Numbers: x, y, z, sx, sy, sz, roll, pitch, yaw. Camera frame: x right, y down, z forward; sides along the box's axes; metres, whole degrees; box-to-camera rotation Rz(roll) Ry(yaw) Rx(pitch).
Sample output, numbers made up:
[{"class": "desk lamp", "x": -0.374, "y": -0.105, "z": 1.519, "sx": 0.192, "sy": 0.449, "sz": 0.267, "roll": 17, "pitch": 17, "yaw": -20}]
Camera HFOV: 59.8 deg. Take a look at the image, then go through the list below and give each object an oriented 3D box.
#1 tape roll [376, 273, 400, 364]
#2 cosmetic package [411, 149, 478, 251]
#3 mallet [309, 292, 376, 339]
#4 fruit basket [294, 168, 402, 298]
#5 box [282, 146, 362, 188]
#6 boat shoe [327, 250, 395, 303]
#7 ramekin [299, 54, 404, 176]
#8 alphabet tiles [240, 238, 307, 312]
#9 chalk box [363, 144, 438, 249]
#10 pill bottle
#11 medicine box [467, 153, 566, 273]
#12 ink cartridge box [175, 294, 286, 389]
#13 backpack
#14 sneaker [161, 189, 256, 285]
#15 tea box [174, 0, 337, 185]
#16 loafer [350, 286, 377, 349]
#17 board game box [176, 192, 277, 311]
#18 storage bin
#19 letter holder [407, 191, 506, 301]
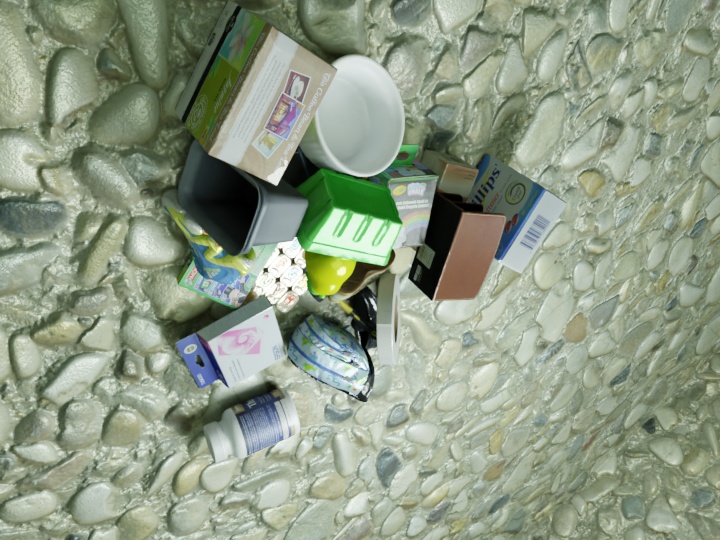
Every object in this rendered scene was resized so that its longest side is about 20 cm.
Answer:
[{"class": "tape roll", "x": 0.064, "y": 0.108, "z": 1.400, "sx": 0.036, "sy": 0.205, "sz": 0.206, "roll": 1, "pitch": 127, "yaw": 9}, {"class": "cosmetic package", "x": 0.164, "y": -0.147, "z": 1.367, "sx": 0.102, "sy": 0.087, "sz": 0.203, "roll": 2, "pitch": 118, "yaw": -35}, {"class": "mallet", "x": -0.020, "y": 0.077, "z": 1.377, "sx": 0.199, "sy": 0.041, "sz": 0.066, "roll": 36, "pitch": 98, "yaw": -20}, {"class": "fruit basket", "x": -0.044, "y": -0.060, "z": 1.141, "sx": 0.211, "sy": 0.158, "sz": 0.217, "roll": -13, "pitch": 146, "yaw": -9}, {"class": "box", "x": -0.087, "y": -0.154, "z": 1.179, "sx": 0.197, "sy": 0.043, "sz": 0.164, "roll": -13, "pitch": 107, "yaw": -33}, {"class": "boat shoe", "x": 0.000, "y": 0.000, "z": 1.348, "sx": 0.199, "sy": 0.074, "sz": 0.063, "roll": -34, "pitch": 170, "yaw": -40}, {"class": "ramekin", "x": -0.024, "y": -0.268, "z": 1.109, "sx": 0.197, "sy": 0.097, "sz": 0.206, "roll": -4, "pitch": 96, "yaw": -38}, {"class": "alphabet tiles", "x": -0.183, "y": 0.007, "z": 1.280, "sx": 0.196, "sy": 0.015, "sz": 0.200, "roll": -47, "pitch": 133, "yaw": 1}, {"class": "chalk box", "x": 0.069, "y": -0.161, "z": 1.270, "sx": 0.122, "sy": 0.124, "sz": 0.204, "roll": -7, "pitch": 122, "yaw": -29}, {"class": "pill bottle", "x": -0.243, "y": 0.348, "z": 1.397, "sx": 0.197, "sy": 0.111, "sz": 0.113, "roll": -18, "pitch": 128, "yaw": -24}, {"class": "medicine box", "x": 0.323, "y": -0.130, "z": 1.410, "sx": 0.102, "sy": 0.200, "sz": 0.184, "roll": 19, "pitch": 108, "yaw": -43}, {"class": "ink cartridge box", "x": -0.256, "y": 0.163, "z": 1.283, "sx": 0.198, "sy": 0.043, "sz": 0.198, "roll": -30, "pitch": 147, "yaw": -17}, {"class": "backpack", "x": -0.069, "y": 0.187, "z": 1.390, "sx": 0.196, "sy": 0.164, "sz": 0.156, "roll": 14, "pitch": 110, "yaw": -21}, {"class": "sneaker", "x": -0.283, "y": -0.046, "z": 1.104, "sx": 0.199, "sy": 0.076, "sz": 0.105, "roll": 41, "pitch": 120, "yaw": -6}, {"class": "tea box", "x": -0.168, "y": -0.278, "z": 0.977, "sx": 0.132, "sy": 0.197, "sz": 0.202, "roll": 20, "pitch": 106, "yaw": -41}, {"class": "loafer", "x": 0.010, "y": 0.111, "z": 1.444, "sx": 0.070, "sy": 0.068, "sz": 0.203, "roll": -34, "pitch": 137, "yaw": -21}, {"class": "board game box", "x": -0.241, "y": -0.035, "z": 1.188, "sx": 0.133, "sy": 0.029, "sz": 0.202, "roll": 28, "pitch": 102, "yaw": -32}, {"class": "storage bin", "x": -0.190, "y": -0.112, "z": 1.040, "sx": 0.133, "sy": 0.199, "sz": 0.148, "roll": -2, "pitch": 124, "yaw": -49}, {"class": "letter holder", "x": 0.207, "y": -0.049, "z": 1.331, "sx": 0.140, "sy": 0.101, "sz": 0.204, "roll": 0, "pitch": 118, "yaw": -33}]
